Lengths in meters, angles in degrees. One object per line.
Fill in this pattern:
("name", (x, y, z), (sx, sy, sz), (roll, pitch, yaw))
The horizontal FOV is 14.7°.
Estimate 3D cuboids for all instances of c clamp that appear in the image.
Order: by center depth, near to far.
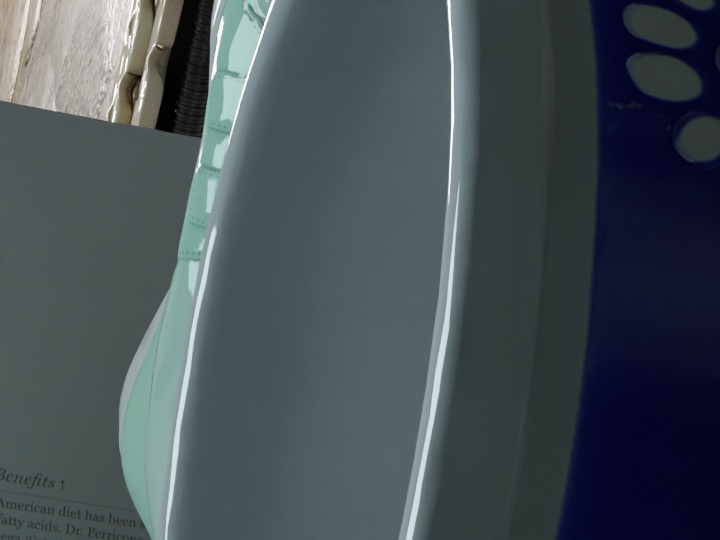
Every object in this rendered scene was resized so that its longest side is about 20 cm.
("c clamp", (-0.054, -0.090, 1.012), (0.171, 0.027, 0.200), (-104, 25, -70))

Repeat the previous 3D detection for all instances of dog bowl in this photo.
("dog bowl", (0.023, 0.027, 0.493), (0.200, 0.079, 0.201), (-171, 90, -76))

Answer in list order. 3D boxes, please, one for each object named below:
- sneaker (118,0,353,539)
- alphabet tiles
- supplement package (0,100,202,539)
("sneaker", (0.000, 0.000, 0.628), (0.118, 0.074, 0.201), (-112, 35, -56))
("alphabet tiles", (-0.077, -0.109, 1.041), (0.196, 0.015, 0.200), (-91, 15, -57))
("supplement package", (-0.090, 0.065, 0.841), (0.117, 0.117, 0.200), (129, 148, -64))
